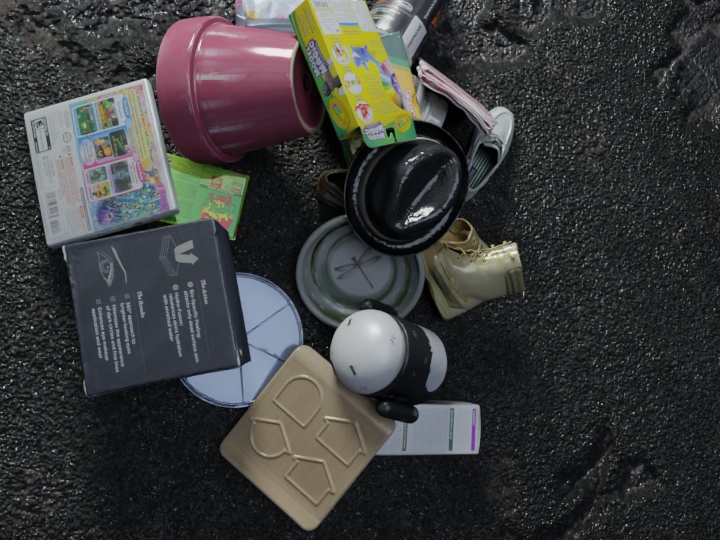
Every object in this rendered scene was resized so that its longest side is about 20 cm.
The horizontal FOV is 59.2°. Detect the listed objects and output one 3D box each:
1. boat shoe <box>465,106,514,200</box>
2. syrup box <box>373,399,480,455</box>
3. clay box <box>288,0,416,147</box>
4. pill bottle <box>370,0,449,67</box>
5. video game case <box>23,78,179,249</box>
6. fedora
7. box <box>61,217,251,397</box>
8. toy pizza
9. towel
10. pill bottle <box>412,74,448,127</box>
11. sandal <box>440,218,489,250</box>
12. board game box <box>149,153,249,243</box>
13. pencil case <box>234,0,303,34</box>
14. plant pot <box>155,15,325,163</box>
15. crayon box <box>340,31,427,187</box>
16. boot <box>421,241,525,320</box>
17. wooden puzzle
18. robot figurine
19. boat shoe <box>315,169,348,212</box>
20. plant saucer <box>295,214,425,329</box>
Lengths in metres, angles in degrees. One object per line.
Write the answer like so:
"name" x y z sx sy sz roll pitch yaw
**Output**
"boat shoe" 0.225 -0.205 1.105 0.073 0.067 0.200 31 76 -14
"syrup box" 0.084 0.247 1.006 0.199 0.079 0.082 6 83 -18
"clay box" -0.006 -0.253 0.834 0.115 0.048 0.201 -22 91 -45
"pill bottle" 0.083 -0.439 1.058 0.106 0.106 0.200 32 76 -13
"video game case" -0.358 -0.148 0.874 0.181 0.024 0.201 -16 79 0
"fedora" 0.075 -0.113 0.886 0.200 0.092 0.201 -2 98 -13
"box" -0.267 0.050 0.856 0.199 0.117 0.198 -11 85 -3
"toy pizza" -0.185 0.104 0.953 0.199 0.032 0.201 1 85 -18
"towel" 0.148 -0.289 1.038 0.146 0.200 0.030 34 110 -13
"pill bottle" 0.033 -0.277 1.021 0.199 0.114 0.114 26 77 -15
"sandal" 0.157 -0.056 1.066 0.211 0.070 0.078 35 75 -13
"board game box" -0.274 -0.114 0.934 0.199 0.048 0.102 14 81 -17
"pencil case" -0.099 -0.403 1.003 0.199 0.083 0.091 -3 65 -18
"plant pot" -0.151 -0.250 0.877 0.178 0.200 0.201 2 83 18
"crayon box" 0.023 -0.233 0.936 0.118 0.058 0.201 -18 102 -11
"boot" 0.171 -0.025 1.011 0.155 0.073 0.200 -20 115 12
"wooden puzzle" -0.076 0.241 0.929 0.185 0.046 0.200 39 87 8
"robot figurine" 0.045 0.130 0.927 0.200 0.150 0.125 24 97 -46
"boat shoe" 0.028 -0.113 1.010 0.199 0.068 0.075 11 80 -7
"plant saucer" 0.000 0.000 0.991 0.199 0.050 0.201 0 113 1
